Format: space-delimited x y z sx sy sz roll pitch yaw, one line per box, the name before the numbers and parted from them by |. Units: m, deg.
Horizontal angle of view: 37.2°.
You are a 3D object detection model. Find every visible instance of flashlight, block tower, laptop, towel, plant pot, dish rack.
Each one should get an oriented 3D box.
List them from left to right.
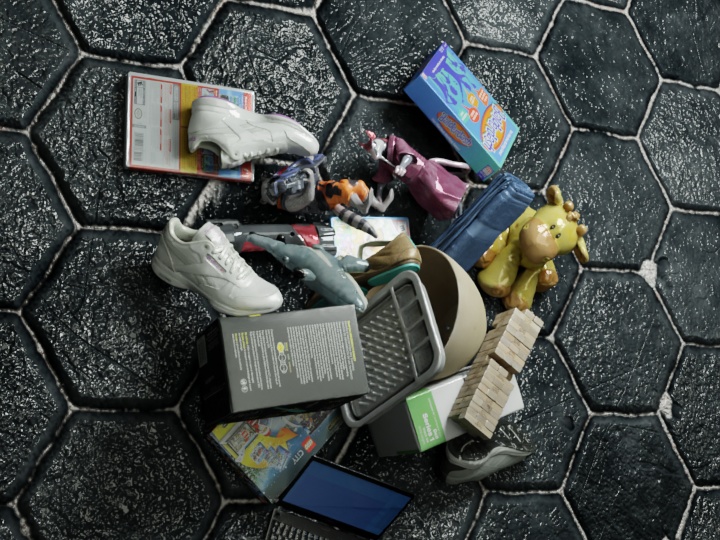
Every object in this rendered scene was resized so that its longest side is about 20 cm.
flashlight | -0.136 -0.037 1.589 0.196 0.068 0.069 -3 55 -23
laptop | -0.039 0.390 1.521 0.175 0.103 0.203 24 70 -19
dish rack | 0.041 0.117 1.538 0.043 0.199 0.174 20 43 -42
plant pot | 0.114 0.078 1.608 0.133 0.198 0.204 20 70 -42
towel | 0.183 -0.066 1.681 0.049 0.200 0.111 49 17 25
block tower | 0.195 0.147 1.553 0.054 0.058 0.202 37 62 -13

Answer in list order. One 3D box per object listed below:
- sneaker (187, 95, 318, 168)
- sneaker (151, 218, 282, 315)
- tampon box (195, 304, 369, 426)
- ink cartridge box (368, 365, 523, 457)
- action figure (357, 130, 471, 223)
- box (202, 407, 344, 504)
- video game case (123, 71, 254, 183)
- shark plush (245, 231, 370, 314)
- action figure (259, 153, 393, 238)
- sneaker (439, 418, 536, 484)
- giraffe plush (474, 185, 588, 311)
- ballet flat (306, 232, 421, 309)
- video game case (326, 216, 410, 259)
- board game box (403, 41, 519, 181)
sneaker | -0.161 -0.187 1.580 0.196 0.075 0.102 13 77 -8
sneaker | -0.197 -0.004 1.482 0.197 0.101 0.075 23 28 7
tampon box | -0.110 0.131 1.472 0.196 0.150 0.129 -5 77 -24
ink cartridge box | 0.126 0.207 1.617 0.197 0.146 0.086 -17 86 -28
action figure | 0.086 -0.165 1.684 0.199 0.133 0.150 38 65 -17
box | -0.114 0.217 1.556 0.137 0.038 0.200 49 63 -9
video game case | -0.252 -0.210 1.590 0.197 0.017 0.146 5 77 -25
shark plush | -0.069 -0.008 1.524 0.199 0.091 0.083 42 22 1
action figure | -0.066 -0.106 1.582 0.200 0.190 0.107 -41 137 -64
sneaker | 0.198 0.288 1.687 0.198 0.080 0.074 -4 40 -40
giraffe plush | 0.292 -0.045 1.743 0.172 0.162 0.202 39 66 -14
ballet flat | 0.000 0.000 1.594 0.067 0.198 0.073 24 45 -52
video game case | 0.021 0.017 1.678 0.141 0.018 0.204 -1 80 -27
board game box | 0.170 -0.264 1.762 0.200 0.045 0.153 47 36 -12
